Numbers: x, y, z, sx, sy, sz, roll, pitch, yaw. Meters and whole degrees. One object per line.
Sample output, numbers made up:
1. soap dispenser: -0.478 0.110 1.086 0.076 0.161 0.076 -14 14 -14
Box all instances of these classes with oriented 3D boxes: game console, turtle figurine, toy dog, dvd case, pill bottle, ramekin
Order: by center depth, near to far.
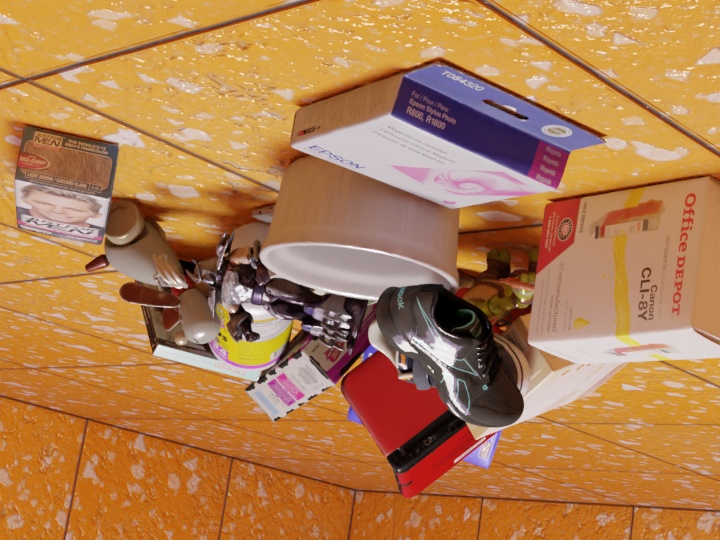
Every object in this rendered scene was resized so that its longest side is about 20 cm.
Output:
1. ramekin: 0.005 -0.042 1.461 0.197 0.099 0.201 8 165 2
2. turtle figurine: 0.143 0.026 1.562 0.198 0.065 0.161 -14 -167 38
3. toy dog: -0.246 0.013 1.685 0.132 0.096 0.200 49 -178 -43
4. pill bottle: -0.124 0.029 1.720 0.103 0.105 0.201 10 148 -3
5. game console: 0.092 0.149 1.777 0.119 0.199 0.173 50 169 25
6. dvd case: -0.208 0.052 1.855 0.145 0.201 0.022 18 120 -29

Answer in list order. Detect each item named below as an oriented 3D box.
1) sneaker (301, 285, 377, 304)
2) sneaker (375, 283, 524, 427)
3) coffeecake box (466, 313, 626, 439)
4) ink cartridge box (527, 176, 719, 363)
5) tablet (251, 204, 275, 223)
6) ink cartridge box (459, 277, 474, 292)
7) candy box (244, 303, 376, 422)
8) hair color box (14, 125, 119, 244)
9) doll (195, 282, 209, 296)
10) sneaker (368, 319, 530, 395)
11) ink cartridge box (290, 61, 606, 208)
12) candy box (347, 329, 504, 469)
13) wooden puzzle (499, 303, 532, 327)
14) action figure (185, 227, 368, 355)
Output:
1. sneaker: 0.000 0.000 1.662 0.089 0.068 0.200 4 169 -18
2. sneaker: 0.102 0.085 1.464 0.079 0.076 0.200 -25 124 41
3. coffeecake box: 0.217 0.098 1.654 0.198 0.074 0.154 -14 156 -41
4. ink cartridge box: 0.261 0.004 1.380 0.083 0.147 0.199 22 161 -37
5. tablet: -0.009 -0.042 1.647 0.198 0.014 0.129 19 163 -34
6. ink cartridge box: 0.089 0.102 1.820 0.098 0.203 0.039 4 -153 14
7. candy box: -0.049 0.099 1.819 0.061 0.136 0.200 46 149 -3
8. hair color box: -0.311 -0.086 1.569 0.099 0.061 0.200 11 165 -9
9. doll: -0.124 0.006 1.832 0.198 0.049 0.136 -2 154 31
10. sneaker: 0.089 0.095 1.590 0.079 0.080 0.199 -8 -160 -40
11. ink cartridge box: 0.073 -0.108 1.275 0.195 0.044 0.199 19 164 -33
12. candy box: 0.098 0.140 1.905 0.197 0.077 0.171 19 124 5
13. wooden puzzle: 0.255 0.066 1.832 0.197 0.047 0.185 2 164 28
14. action figure: -0.092 0.028 1.584 0.197 0.070 0.131 18 142 2
